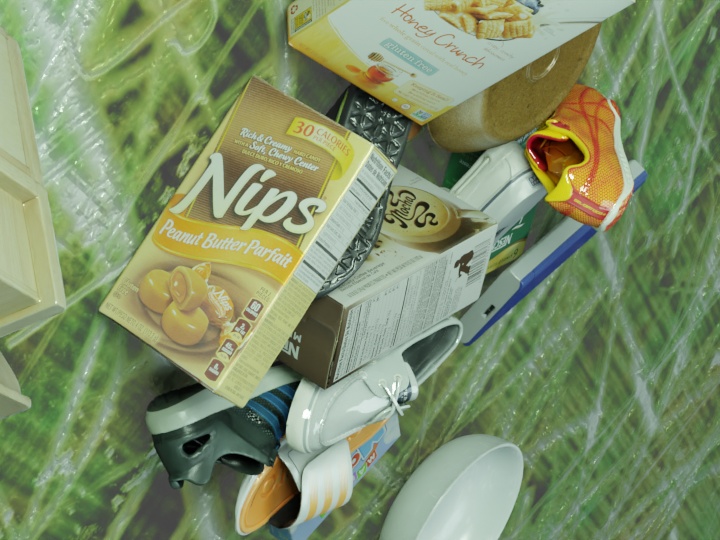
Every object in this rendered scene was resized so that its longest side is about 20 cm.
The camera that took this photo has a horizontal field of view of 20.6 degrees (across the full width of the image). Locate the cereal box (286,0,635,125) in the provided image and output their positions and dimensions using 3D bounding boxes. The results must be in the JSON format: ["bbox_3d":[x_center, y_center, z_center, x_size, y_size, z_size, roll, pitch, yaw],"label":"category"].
[{"bbox_3d":[0.067,-0.182,1.353,0.199,0.040,0.143,-28,140,36],"label":"cereal box"}]

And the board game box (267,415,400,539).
[{"bbox_3d":[-0.031,0.130,1.703,0.151,0.036,0.201,-46,151,-25],"label":"board game box"}]

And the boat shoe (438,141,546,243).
[{"bbox_3d":[0.075,-0.039,1.660,0.072,0.066,0.200,-24,165,-47],"label":"boat shoe"}]

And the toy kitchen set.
[{"bbox_3d":[-0.261,-0.016,1.121,0.199,0.182,0.163,-22,154,15],"label":"toy kitchen set"}]

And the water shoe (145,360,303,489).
[{"bbox_3d":[-0.085,0.117,1.535,0.199,0.071,0.080,-14,92,-45],"label":"water shoe"}]

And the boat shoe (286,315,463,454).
[{"bbox_3d":[0.015,0.085,1.551,0.200,0.068,0.073,-36,137,-51],"label":"boat shoe"}]

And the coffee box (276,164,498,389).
[{"bbox_3d":[0.000,0.000,1.540,0.199,0.113,0.080,-28,140,-45],"label":"coffee box"}]

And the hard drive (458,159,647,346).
[{"bbox_3d":[0.179,-0.017,1.872,0.200,0.025,0.132,-39,173,-34],"label":"hard drive"}]

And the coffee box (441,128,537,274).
[{"bbox_3d":[0.122,-0.089,1.732,0.123,0.044,0.201,-24,137,-51],"label":"coffee box"}]

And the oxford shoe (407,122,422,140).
[{"bbox_3d":[0.068,-0.182,1.518,0.071,0.071,0.201,-12,129,-57],"label":"oxford shoe"}]

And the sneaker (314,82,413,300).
[{"bbox_3d":[-0.016,-0.061,1.467,0.201,0.071,0.083,-62,-165,-18],"label":"sneaker"}]

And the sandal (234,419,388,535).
[{"bbox_3d":[-0.021,0.156,1.640,0.206,0.059,0.080,-35,144,-37],"label":"sandal"}]

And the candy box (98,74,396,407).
[{"bbox_3d":[-0.078,-0.021,1.379,0.201,0.115,0.055,-57,154,-3],"label":"candy box"}]

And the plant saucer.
[{"bbox_3d":[0.128,-0.170,1.513,0.200,0.035,0.201,-38,149,-28],"label":"plant saucer"}]

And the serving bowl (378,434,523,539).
[{"bbox_3d":[0.078,0.244,1.975,0.200,0.066,0.201,-41,148,-33],"label":"serving bowl"}]

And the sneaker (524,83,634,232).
[{"bbox_3d":[0.167,-0.107,1.593,0.073,0.077,0.200,-56,-161,20],"label":"sneaker"}]
